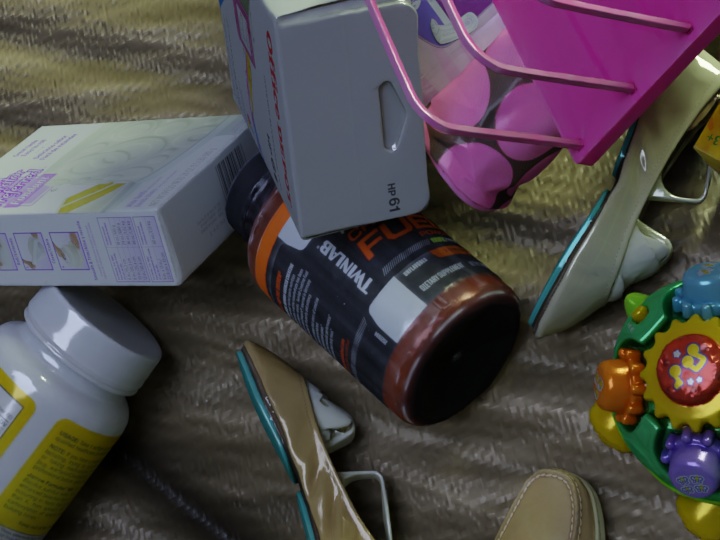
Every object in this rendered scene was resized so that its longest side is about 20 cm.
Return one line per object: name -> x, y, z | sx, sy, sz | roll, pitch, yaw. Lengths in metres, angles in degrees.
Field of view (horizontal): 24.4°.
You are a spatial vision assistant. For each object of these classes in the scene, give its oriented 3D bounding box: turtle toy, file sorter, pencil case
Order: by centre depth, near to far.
file sorter -> 0.105, -0.173, 0.828 | 0.200, 0.124, 0.140 | -49, 53, 39
turtle toy -> 0.210, 0.078, 0.912 | 0.146, 0.101, 0.200 | -49, 59, 10
pencil case -> 0.126, -0.123, 0.975 | 0.200, 0.094, 0.091 | -41, 85, 18

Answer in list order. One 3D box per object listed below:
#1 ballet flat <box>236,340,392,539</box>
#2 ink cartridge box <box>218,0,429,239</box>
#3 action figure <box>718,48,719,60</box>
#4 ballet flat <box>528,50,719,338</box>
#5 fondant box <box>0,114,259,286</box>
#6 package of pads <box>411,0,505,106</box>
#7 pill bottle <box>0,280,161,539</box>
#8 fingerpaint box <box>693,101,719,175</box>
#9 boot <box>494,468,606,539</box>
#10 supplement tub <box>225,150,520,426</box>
ballet flat -> -0.021, 0.129, 1.064 | 0.062, 0.069, 0.202 | -19, 68, -7
ink cartridge box -> -0.029, -0.134, 1.008 | 0.084, 0.146, 0.200 | -14, 33, -11
action figure -> 0.291, -0.160, 0.845 | 0.197, 0.134, 0.151 | 7, 110, 6
ballet flat -> 0.169, -0.040, 0.995 | 0.069, 0.069, 0.202 | 25, 89, 32
fondant box -> -0.175, -0.049, 1.142 | 0.198, 0.144, 0.059 | -1, 119, 30
package of pads -> 0.059, -0.191, 1.086 | 0.120, 0.075, 0.201 | -42, 60, 17
pill bottle -> -0.232, 0.109, 1.147 | 0.114, 0.114, 0.201 | 43, 99, 31
fingerpaint box -> 0.314, -0.088, 0.915 | 0.199, 0.073, 0.168 | 33, 94, 32
boot -> 0.056, 0.181, 0.926 | 0.072, 0.155, 0.202 | 5, 64, 46
supplement tub -> 0.000, 0.000, 1.050 | 0.200, 0.107, 0.107 | 40, 97, 31
